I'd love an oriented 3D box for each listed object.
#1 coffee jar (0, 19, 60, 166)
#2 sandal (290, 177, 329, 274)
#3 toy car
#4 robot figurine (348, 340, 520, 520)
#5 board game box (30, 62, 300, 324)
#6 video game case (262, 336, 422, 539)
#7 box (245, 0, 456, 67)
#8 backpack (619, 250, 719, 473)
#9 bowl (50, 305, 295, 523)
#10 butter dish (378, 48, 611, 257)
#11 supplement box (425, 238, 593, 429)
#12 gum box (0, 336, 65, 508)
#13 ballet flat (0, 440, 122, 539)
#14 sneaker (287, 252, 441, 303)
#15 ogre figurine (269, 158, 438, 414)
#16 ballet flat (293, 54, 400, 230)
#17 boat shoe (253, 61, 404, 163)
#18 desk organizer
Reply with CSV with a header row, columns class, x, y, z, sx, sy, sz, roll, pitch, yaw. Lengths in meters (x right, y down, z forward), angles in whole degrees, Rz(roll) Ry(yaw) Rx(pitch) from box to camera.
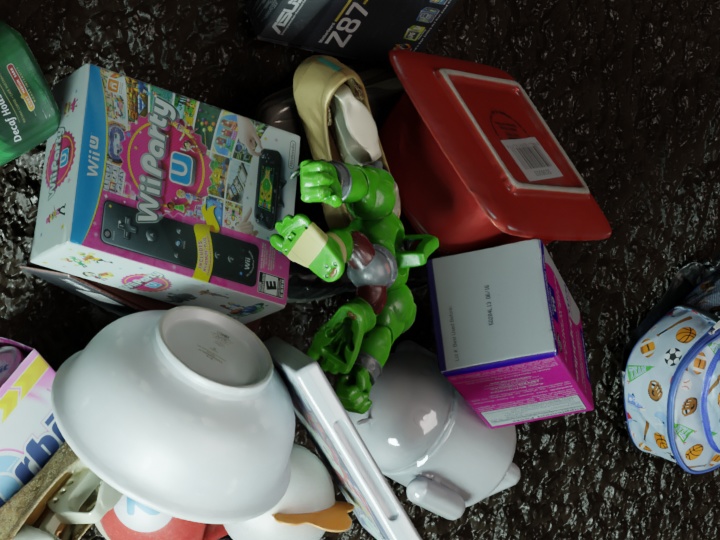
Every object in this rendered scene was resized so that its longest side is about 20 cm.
class,x,y,z,sx,sy,sz,roll,pitch,yaw
coffee jar,-0.322,-0.094,1.410,0.200,0.085,0.105,-40,121,-28
sandal,-0.080,-0.057,1.615,0.200,0.043,0.076,27,53,-27
toy car,-0.099,0.183,1.568,0.176,0.199,0.185,-5,100,-48
robot figurine,0.064,0.146,1.769,0.200,0.113,0.170,34,37,-39
board game box,-0.148,-0.057,1.505,0.199,0.064,0.148,17,68,-33
video game case,-0.015,0.142,1.526,0.023,0.200,0.183,-31,99,-7
box,0.020,-0.263,1.615,0.161,0.049,0.200,9,136,-34
backpack,0.366,0.117,2.013,0.190,0.154,0.201,-32,120,-21
bowl,-0.127,0.091,1.472,0.200,0.201,0.091,2,129,-41
butter dish,0.087,-0.074,1.676,0.148,0.200,0.200,-43,156,27
supplement box,0.131,0.058,1.658,0.200,0.103,0.102,51,30,-67
gum box,-0.297,0.165,1.488,0.200,0.066,0.114,-52,127,-22
ballet flat,-0.230,0.188,1.463,0.200,0.065,0.071,-55,131,-19
sneaker,-0.014,-0.017,1.716,0.199,0.075,0.080,-4,78,-40
ogre figurine,0.000,0.000,1.531,0.120,0.098,0.201,-35,101,-55
ballet flat,-0.004,-0.082,1.593,0.069,0.063,0.201,-37,123,-25
boat shoe,-0.026,-0.139,1.669,0.199,0.073,0.075,-11,126,-48
desk organizer,-0.168,0.003,1.572,0.200,0.072,0.077,29,76,-40
